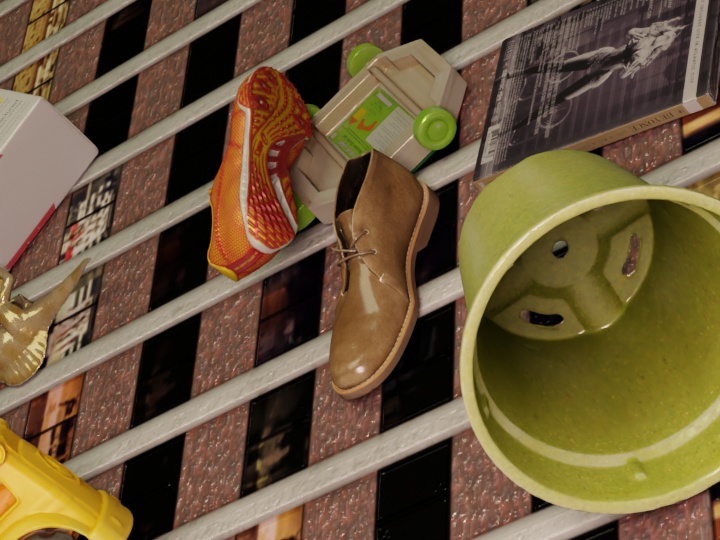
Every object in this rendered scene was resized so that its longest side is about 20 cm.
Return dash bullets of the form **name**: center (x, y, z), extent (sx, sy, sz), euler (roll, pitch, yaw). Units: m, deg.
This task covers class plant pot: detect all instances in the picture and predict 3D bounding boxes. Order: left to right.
- **plant pot**: center (0.139, 0.017, 1.347), extent (0.200, 0.200, 0.184), euler (-42, 21, 7)

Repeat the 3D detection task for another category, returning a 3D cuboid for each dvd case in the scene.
- **dvd case**: center (0.175, -0.143, 1.611), extent (0.200, 0.016, 0.149), euler (-20, 40, 35)

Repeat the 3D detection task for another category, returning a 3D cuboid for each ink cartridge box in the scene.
- **ink cartridge box**: center (-0.357, -0.092, 2.087), extent (0.200, 0.083, 0.145), euler (14, 66, 53)

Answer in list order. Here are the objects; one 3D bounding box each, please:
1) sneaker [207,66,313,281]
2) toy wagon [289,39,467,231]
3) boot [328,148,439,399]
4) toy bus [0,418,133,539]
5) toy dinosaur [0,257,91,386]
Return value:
- **sneaker**: center (-0.086, -0.080, 1.717), extent (0.077, 0.073, 0.200), euler (-34, 31, 36)
- **toy wagon**: center (-0.008, -0.094, 1.741), extent (0.200, 0.040, 0.155), euler (-45, 33, 3)
- **boot**: center (0.000, 0.000, 1.601), extent (0.073, 0.075, 0.200), euler (-18, 43, 33)
- **toy bus**: center (-0.287, 0.197, 1.577), extent (0.200, 0.192, 0.136), euler (-48, 11, 0)
- **toy dinosaur**: center (-0.289, 0.048, 1.906), extent (0.200, 0.058, 0.101), euler (-48, 47, 12)
